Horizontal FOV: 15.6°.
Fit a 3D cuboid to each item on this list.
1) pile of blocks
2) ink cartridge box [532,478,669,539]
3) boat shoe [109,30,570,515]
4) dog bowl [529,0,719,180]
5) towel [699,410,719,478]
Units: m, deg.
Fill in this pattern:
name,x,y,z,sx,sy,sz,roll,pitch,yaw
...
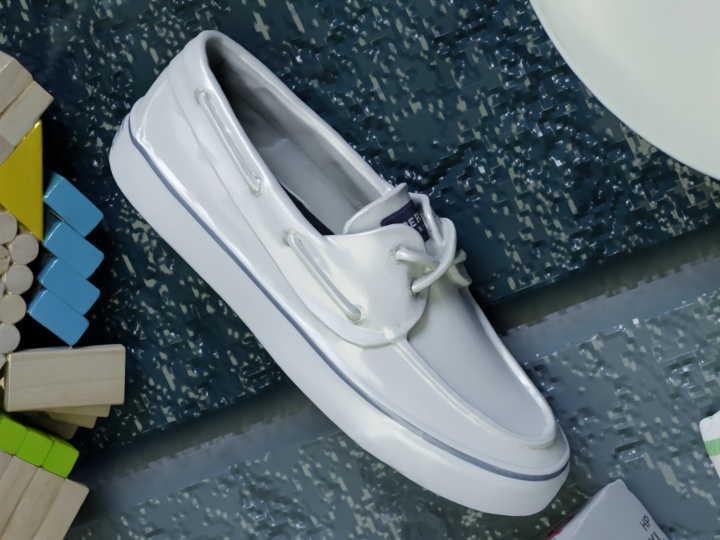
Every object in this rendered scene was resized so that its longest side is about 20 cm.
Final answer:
name,x,y,z,sx,sy,sz,roll,pitch,yaw
pile of blocks,-0.134,0.016,0.979,0.062,0.082,0.201,-151,64,-61
ink cartridge box,0.024,0.179,0.905,0.200,0.145,0.084,-40,90,29
boat shoe,0.000,0.000,0.896,0.200,0.074,0.065,40,123,5
dog bowl,0.145,-0.125,0.785,0.199,0.079,0.201,8,110,21
towel,0.218,0.105,0.866,0.152,0.023,0.200,-31,95,30
